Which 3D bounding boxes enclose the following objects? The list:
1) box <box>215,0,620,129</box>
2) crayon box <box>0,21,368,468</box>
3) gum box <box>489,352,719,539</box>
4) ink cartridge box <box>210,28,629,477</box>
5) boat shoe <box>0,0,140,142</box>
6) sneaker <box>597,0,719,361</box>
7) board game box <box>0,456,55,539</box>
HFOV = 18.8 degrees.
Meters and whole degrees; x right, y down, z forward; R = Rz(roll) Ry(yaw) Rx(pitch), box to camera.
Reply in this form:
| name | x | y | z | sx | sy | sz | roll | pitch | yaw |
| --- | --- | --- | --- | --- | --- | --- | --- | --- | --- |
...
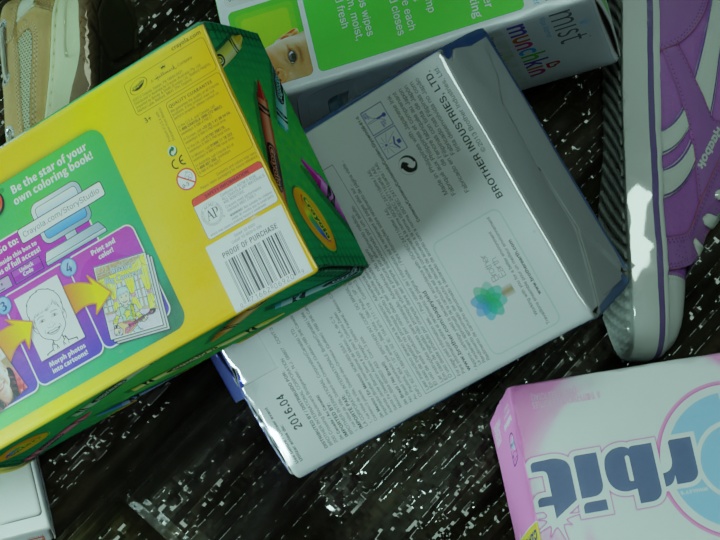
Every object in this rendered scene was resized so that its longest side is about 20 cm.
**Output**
| name | x | y | z | sx | sy | sz | roll | pitch | yaw |
| --- | --- | --- | --- | --- | --- | --- | --- | --- | --- |
| box | 0.016 | -0.179 | 1.059 | 0.176 | 0.097 | 0.200 | -16 | 73 | 11 |
| crayon box | -0.112 | -0.007 | 0.950 | 0.200 | 0.058 | 0.119 | -29 | 79 | 19 |
| gum box | 0.171 | 0.101 | 1.018 | 0.200 | 0.066 | 0.114 | -9 | 73 | -7 |
| ink cartridge box | 0.000 | 0.000 | 0.989 | 0.200 | 0.076 | 0.137 | -30 | 90 | 22 |
| boat shoe | -0.148 | -0.039 | 1.047 | 0.076 | 0.072 | 0.200 | -5 | 74 | 23 |
| sneaker | 0.176 | -0.049 | 1.066 | 0.114 | 0.073 | 0.201 | 7 | 72 | -5 |
| board game box | -0.253 | 0.086 | 1.008 | 0.200 | 0.035 | 0.126 | -14 | 75 | -9 |
